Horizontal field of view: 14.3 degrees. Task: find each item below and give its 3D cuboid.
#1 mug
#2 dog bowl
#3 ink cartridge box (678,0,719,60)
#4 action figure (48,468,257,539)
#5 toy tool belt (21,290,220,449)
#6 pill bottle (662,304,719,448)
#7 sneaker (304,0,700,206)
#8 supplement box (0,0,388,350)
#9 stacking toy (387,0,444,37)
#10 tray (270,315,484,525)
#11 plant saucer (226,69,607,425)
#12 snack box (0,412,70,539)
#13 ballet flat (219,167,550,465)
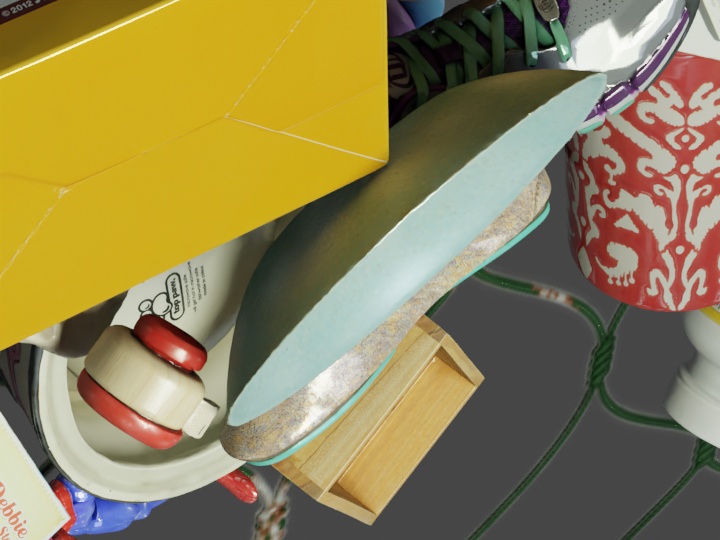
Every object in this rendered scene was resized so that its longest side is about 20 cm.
[{"bbox_3d":[0.182,-0.086,1.452,0.177,0.133,0.200,-4,135,-2],"label":"mug"},{"bbox_3d":[-0.085,0.001,1.293,0.200,0.074,0.200,-29,138,-30],"label":"dog bowl"},{"bbox_3d":[0.195,-0.164,1.322,0.145,0.200,0.084,-59,158,-47],"label":"ink cartridge box"},{"bbox_3d":[-0.113,0.120,1.342,0.200,0.099,0.065,-14,130,-38],"label":"action figure"},{"bbox_3d":[-0.112,-0.035,1.130,0.123,0.200,0.125,-55,153,6],"label":"toy tool belt"},{"bbox_3d":[0.250,0.005,1.631,0.112,0.112,0.200,4,115,-49],"label":"pill bottle"},{"bbox_3d":[0.048,-0.081,1.185,0.200,0.074,0.088,-34,162,16],"label":"sneaker"},{"bbox_3d":[-0.125,-0.104,1.019,0.197,0.200,0.133,-26,145,-18],"label":"supplement box"},{"bbox_3d":[0.034,-0.170,1.284,0.200,0.085,0.085,-51,144,-10],"label":"stacking toy"},{"bbox_3d":[0.010,0.071,1.420,0.099,0.037,0.200,-52,168,-2],"label":"tray"},{"bbox_3d":[0.011,-0.020,1.124,0.201,0.039,0.201,-42,172,-7],"label":"plant saucer"},{"bbox_3d":[-0.203,0.081,1.178,0.116,0.037,0.200,-44,142,-16],"label":"snack box"},{"bbox_3d":[0.000,0.000,1.282,0.200,0.068,0.067,-44,124,-21],"label":"ballet flat"}]
